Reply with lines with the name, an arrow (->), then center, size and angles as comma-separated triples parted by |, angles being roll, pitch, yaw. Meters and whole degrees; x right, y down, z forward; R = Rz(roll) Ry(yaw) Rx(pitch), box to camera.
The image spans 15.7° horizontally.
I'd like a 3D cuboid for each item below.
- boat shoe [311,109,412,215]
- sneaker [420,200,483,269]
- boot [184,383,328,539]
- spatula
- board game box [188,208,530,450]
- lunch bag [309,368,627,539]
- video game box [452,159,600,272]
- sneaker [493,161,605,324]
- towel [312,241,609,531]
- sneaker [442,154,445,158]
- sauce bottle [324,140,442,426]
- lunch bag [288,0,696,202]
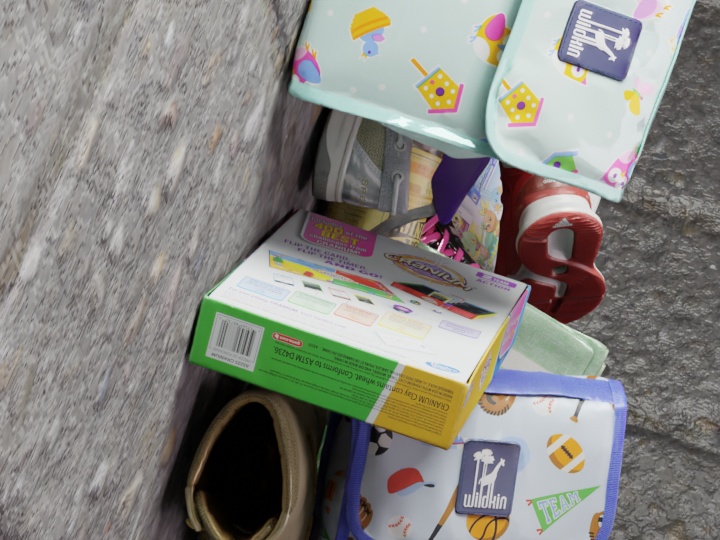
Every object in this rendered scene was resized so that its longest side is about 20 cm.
boat shoe -> 0.029, -0.119, 1.610 | 0.075, 0.065, 0.202 | 98, 13, -54
sneaker -> 0.056, 0.006, 1.736 | 0.074, 0.087, 0.200 | -38, 120, -23
boot -> -0.067, 0.158, 1.540 | 0.155, 0.073, 0.201 | -38, 142, -82
spatula -> 0.013, -0.021, 1.599 | 0.200, 0.021, 0.057 | -41, -148, 22
board game box -> 0.005, 0.029, 1.479 | 0.200, 0.153, 0.040 | -47, 154, -69
lunch bag -> 0.061, 0.136, 1.583 | 0.124, 0.169, 0.200 | -96, -165, -44
video game box -> 0.079, -0.026, 1.863 | 0.182, 0.047, 0.200 | 46, 55, -36
sneaker -> 0.124, -0.041, 1.781 | 0.200, 0.078, 0.116 | 106, -22, -65
towel -> 0.052, 0.103, 1.696 | 0.200, 0.152, 0.023 | -61, -171, 1
sneaker -> 0.062, -0.135, 1.787 | 0.200, 0.087, 0.075 | -33, 147, -47
sauce bottle -> 0.000, 0.000, 1.660 | 0.066, 0.066, 0.201 | 12, 94, -82
lunch bag -> 0.080, -0.142, 1.433 | 0.122, 0.199, 0.171 | -3, 112, -81
